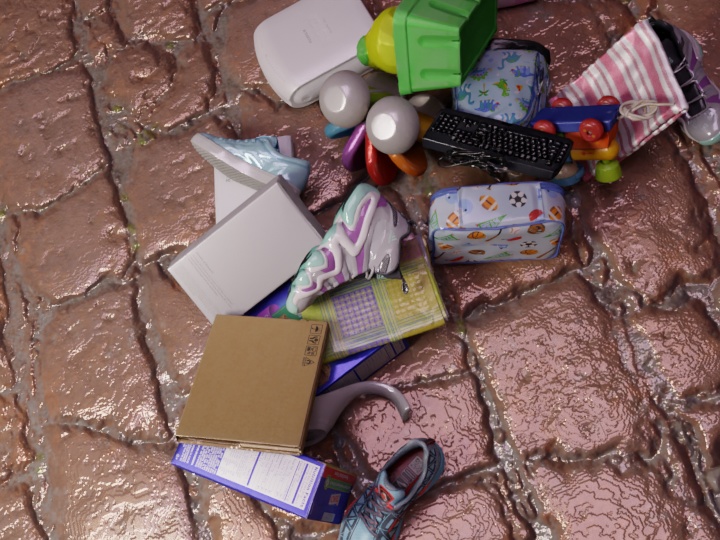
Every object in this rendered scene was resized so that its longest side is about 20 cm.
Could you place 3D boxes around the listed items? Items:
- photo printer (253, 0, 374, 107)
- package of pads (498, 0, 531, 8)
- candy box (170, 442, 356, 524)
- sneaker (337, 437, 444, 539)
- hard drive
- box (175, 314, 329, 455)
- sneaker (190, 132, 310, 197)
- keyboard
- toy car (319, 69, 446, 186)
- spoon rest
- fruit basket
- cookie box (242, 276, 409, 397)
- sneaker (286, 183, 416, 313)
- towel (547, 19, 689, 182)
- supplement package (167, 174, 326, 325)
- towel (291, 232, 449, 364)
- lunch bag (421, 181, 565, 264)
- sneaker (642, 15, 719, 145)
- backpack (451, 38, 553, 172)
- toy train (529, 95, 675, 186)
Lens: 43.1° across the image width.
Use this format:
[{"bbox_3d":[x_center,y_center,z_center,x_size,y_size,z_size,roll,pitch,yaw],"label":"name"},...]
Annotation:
[{"bbox_3d":[-0.071,-0.370,1.497,0.199,0.070,0.167,-28,66,0],"label":"photo printer"},{"bbox_3d":[0.188,-0.485,1.484,0.198,0.076,0.122,-10,64,8],"label":"package of pads"},{"bbox_3d":[-0.123,0.265,1.204,0.198,0.169,0.078,18,77,17],"label":"candy box"},{"bbox_3d":[0.030,0.297,1.199,0.079,0.096,0.201,32,78,22],"label":"sneaker"},{"bbox_3d":[-0.164,-0.110,1.438,0.130,0.026,0.202,-9,67,8],"label":"hard drive"},{"bbox_3d":[-0.136,0.142,1.183,0.161,0.021,0.201,3,47,9],"label":"box"},{"bbox_3d":[-0.166,-0.177,1.416,0.199,0.074,0.082,28,75,9],"label":"sneaker"},{"bbox_3d":[0.181,-0.174,1.237,0.198,0.040,0.105,17,60,22],"label":"keyboard"},{"bbox_3d":[0.027,-0.211,1.383,0.199,0.175,0.151,32,115,21],"label":"toy car"},{"bbox_3d":[-0.034,0.195,1.255,0.198,0.100,0.061,-10,56,-13],"label":"spoon rest"},{"bbox_3d":[0.081,-0.354,1.325,0.213,0.157,0.217,-4,44,4],"label":"fruit basket"},{"bbox_3d":[-0.059,0.093,1.309,0.199,0.075,0.172,-36,66,-5],"label":"cookie box"},{"bbox_3d":[0.000,0.000,1.224,0.139,0.078,0.201,34,98,-8],"label":"sneaker"},{"bbox_3d":[0.362,-0.237,1.298,0.030,0.200,0.148,-6,68,-36],"label":"towel"},{"bbox_3d":[-0.158,-0.028,1.317,0.199,0.121,0.120,-38,101,5],"label":"supplement package"},{"bbox_3d":[0.015,0.039,1.264,0.198,0.023,0.145,-19,67,1],"label":"towel"},{"bbox_3d":[0.184,-0.061,1.276,0.198,0.160,0.076,-1,71,5],"label":"lunch bag"},{"bbox_3d":[0.450,-0.278,1.307,0.078,0.139,0.202,-36,54,34],"label":"sneaker"},{"bbox_3d":[0.205,-0.248,1.363,0.161,0.154,0.202,4,81,9],"label":"backpack"},{"bbox_3d":[0.342,-0.174,1.263,0.198,0.117,0.085,5,38,37],"label":"toy train"}]
